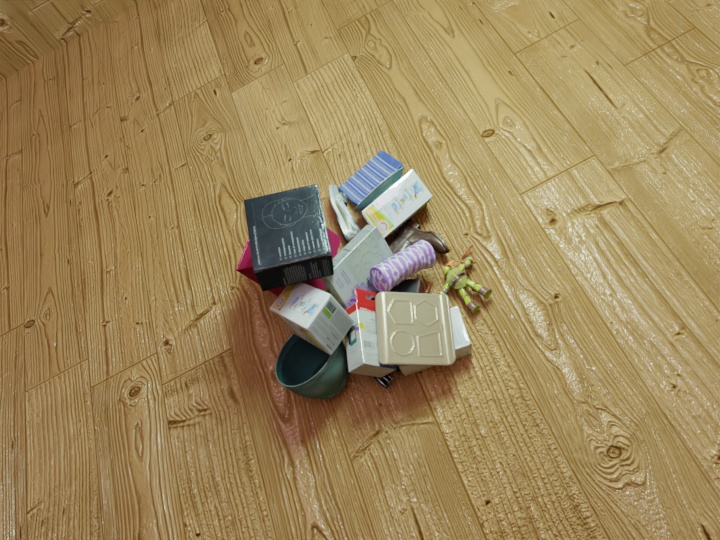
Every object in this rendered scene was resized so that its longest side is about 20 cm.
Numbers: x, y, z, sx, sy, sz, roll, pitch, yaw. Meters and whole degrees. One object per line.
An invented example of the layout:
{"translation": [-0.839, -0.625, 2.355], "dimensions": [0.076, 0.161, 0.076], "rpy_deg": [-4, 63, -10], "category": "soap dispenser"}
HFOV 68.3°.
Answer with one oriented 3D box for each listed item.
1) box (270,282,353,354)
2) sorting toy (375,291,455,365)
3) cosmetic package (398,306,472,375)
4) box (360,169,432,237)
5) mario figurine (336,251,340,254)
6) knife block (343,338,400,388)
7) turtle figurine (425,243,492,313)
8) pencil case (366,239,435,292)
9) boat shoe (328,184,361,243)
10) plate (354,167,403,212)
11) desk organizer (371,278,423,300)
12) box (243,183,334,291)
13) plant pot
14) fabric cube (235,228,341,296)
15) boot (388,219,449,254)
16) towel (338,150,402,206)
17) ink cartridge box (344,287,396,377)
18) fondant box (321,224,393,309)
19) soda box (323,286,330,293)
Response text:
{"translation": [-0.126, 0.113, 1.348], "dimensions": [0.102, 0.113, 0.197], "rpy_deg": [-51, 35, -16], "category": "box"}
{"translation": [0.135, 0.148, 1.341], "dimensions": [0.191, 0.037, 0.192], "rpy_deg": [1, 64, -7], "category": "sorting toy"}
{"translation": [0.185, 0.187, 1.398], "dimensions": [0.193, 0.082, 0.116], "rpy_deg": [-20, 61, 6], "category": "cosmetic package"}
{"translation": [0.103, -0.185, 1.573], "dimensions": [0.198, 0.113, 0.102], "rpy_deg": [-40, 88, -5], "category": "box"}
{"translation": [-0.065, 0.034, 1.571], "dimensions": [0.204, 0.122, 0.105], "rpy_deg": [-57, 21, -6], "category": "mario figurine"}
{"translation": [0.011, 0.237, 1.438], "dimensions": [0.192, 0.064, 0.182], "rpy_deg": [-7, 62, 14], "category": "knife block"}
{"translation": [0.282, 0.027, 1.455], "dimensions": [0.200, 0.065, 0.161], "rpy_deg": [-45, 60, -7], "category": "turtle figurine"}
{"translation": [0.115, -0.007, 1.420], "dimensions": [0.196, 0.088, 0.083], "rpy_deg": [-29, 17, -27], "category": "pencil case"}
{"translation": [-0.050, -0.184, 1.664], "dimensions": [0.063, 0.075, 0.207], "rpy_deg": [-20, 64, -1], "category": "boat shoe"}
{"translation": [0.061, -0.234, 1.597], "dimensions": [0.198, 0.200, 0.026], "rpy_deg": [-40, 90, -4], "category": "plate"}
{"translation": [0.080, 0.082, 1.482], "dimensions": [0.193, 0.078, 0.073], "rpy_deg": [-5, 44, 25], "category": "desk organizer"}
{"translation": [-0.177, -0.082, 1.326], "dimensions": [0.189, 0.125, 0.207], "rpy_deg": [-11, 66, -5], "category": "box"}
{"translation": [-0.111, 0.254, 1.409], "dimensions": [0.195, 0.135, 0.204], "rpy_deg": [-25, 37, 20], "category": "plant pot"}
{"translation": [-0.206, -0.048, 1.531], "dimensions": [0.196, 0.197, 0.203], "rpy_deg": [-7, 58, 46], "category": "fabric cube"}
{"translation": [0.136, -0.033, 1.531], "dimensions": [0.200, 0.065, 0.185], "rpy_deg": [-46, 47, -11], "category": "boot"}
{"translation": [0.031, -0.299, 1.701], "dimensions": [0.199, 0.024, 0.145], "rpy_deg": [-41, 45, -5], "category": "towel"}
{"translation": [0.020, 0.160, 1.363], "dimensions": [0.067, 0.113, 0.207], "rpy_deg": [-34, 51, 40], "category": "ink cartridge box"}
{"translation": [0.000, 0.000, 1.430], "dimensions": [0.200, 0.146, 0.058], "rpy_deg": [-44, 28, -18], "category": "fondant box"}
{"translation": [-0.020, 0.011, 1.491], "dimensions": [0.202, 0.068, 0.063], "rpy_deg": [-54, 29, -14], "category": "soda box"}
